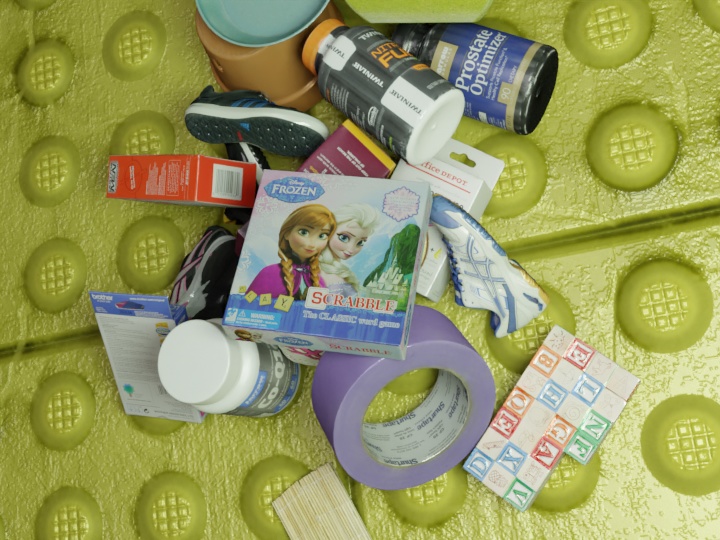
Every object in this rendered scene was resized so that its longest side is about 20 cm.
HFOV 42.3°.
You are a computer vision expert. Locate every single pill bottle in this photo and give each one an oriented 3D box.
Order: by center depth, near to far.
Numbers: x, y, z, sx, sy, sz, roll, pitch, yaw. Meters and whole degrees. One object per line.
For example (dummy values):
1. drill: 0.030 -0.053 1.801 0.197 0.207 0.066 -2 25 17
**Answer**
1. pill bottle: 0.020 -0.224 1.122 0.200 0.106 0.107 40 93 21
2. pill bottle: -0.159 0.121 1.145 0.112 0.200 0.115 -3 79 18
3. pill bottle: 0.137 -0.250 1.164 0.198 0.112 0.113 22 87 20

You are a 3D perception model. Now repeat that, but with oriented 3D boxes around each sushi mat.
1. sushi mat: -0.029 0.350 1.160 0.095 0.012 0.201 -35 71 11

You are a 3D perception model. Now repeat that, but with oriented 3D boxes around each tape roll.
1. tape roll: 0.049 0.146 1.068 0.200 0.200 0.085 -46 35 5

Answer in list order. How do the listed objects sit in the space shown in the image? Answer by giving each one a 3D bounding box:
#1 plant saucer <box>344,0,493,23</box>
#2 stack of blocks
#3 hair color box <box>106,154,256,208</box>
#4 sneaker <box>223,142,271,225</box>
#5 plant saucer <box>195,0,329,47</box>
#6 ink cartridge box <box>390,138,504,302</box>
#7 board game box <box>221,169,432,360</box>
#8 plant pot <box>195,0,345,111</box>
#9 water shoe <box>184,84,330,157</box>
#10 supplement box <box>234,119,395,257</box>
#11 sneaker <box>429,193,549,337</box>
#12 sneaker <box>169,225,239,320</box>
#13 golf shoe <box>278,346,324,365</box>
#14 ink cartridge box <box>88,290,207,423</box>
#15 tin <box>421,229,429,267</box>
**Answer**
1. plant saucer: 0.091 -0.351 1.176 0.198 0.200 0.048 3 117 16
2. stack of blocks: 0.224 0.180 1.084 0.115 0.059 0.201 34 91 20
3. hair color box: -0.239 -0.118 1.230 0.199 0.101 0.062 5 91 41
4. sneaker: -0.159 -0.108 1.257 0.090 0.070 0.201 -32 74 7
5. plant saucer: -0.112 -0.368 1.161 0.198 0.036 0.203 -3 78 16
6. ink cartridge box: 0.087 -0.076 1.171 0.114 0.068 0.202 26 89 20
7. board game box: -0.033 -0.011 1.021 0.197 0.041 0.202 5 63 12
8. plant pot: -0.130 -0.322 1.251 0.198 0.140 0.203 -3 80 17
9. water shoe: -0.129 -0.204 1.206 0.198 0.072 0.079 10 53 10
10. supplement box: -0.059 -0.077 1.158 0.086 0.110 0.200 42 74 1
11. sneaker: 0.134 0.000 1.099 0.088 0.075 0.200 -42 105 10
12. sneaker: -0.220 0.028 1.260 0.201 0.080 0.086 -53 38 11
13. golf shoe: -0.076 0.080 1.135 0.092 0.199 0.073 -50 37 28
14. ink cartridge box: -0.271 0.106 1.209 0.118 0.042 0.202 4 125 19
15. tin: 0.000 0.000 1.090 0.112 0.042 0.201 40 75 -9
